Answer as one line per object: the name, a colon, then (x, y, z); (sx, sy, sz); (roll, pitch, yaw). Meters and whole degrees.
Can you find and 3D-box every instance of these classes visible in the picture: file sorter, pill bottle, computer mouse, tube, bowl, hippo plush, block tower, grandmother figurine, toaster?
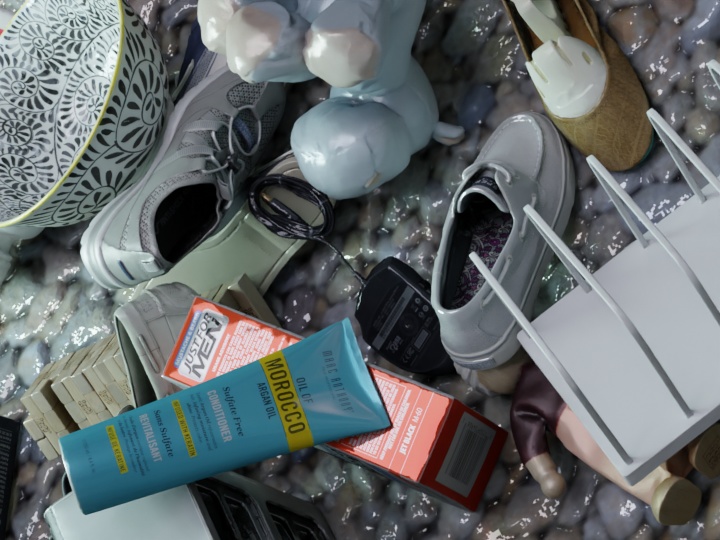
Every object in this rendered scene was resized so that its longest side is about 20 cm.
file sorter: (0.184, -0.004, 1.545); (0.200, 0.125, 0.139); (-38, 47, 2)
pill bottle: (-0.276, -0.091, 1.968); (0.110, 0.111, 0.201); (19, 86, 39)
computer mouse: (0.000, 0.000, 1.755); (0.200, 0.034, 0.059); (44, 115, 21)
tube: (-0.087, 0.097, 1.612); (0.199, 0.050, 0.078); (-19, 72, -5)
bowl: (-0.196, -0.108, 1.851); (0.200, 0.094, 0.202); (-30, 48, 39)
hippo plush: (-0.016, -0.143, 1.756); (0.159, 0.161, 0.200); (13, 44, 28)
block tower: (-0.154, 0.070, 1.845); (0.199, 0.054, 0.058); (-25, 18, 27)
grandmother figurine: (0.140, 0.082, 1.630); (0.200, 0.061, 0.121); (28, 70, 38)
toaster: (-0.091, 0.222, 1.677); (0.119, 0.181, 0.201); (-40, 54, 18)

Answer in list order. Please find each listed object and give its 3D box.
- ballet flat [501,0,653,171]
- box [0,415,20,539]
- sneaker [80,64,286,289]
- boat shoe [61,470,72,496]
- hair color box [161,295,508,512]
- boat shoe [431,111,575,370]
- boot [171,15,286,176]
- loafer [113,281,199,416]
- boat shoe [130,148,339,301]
ballet flat: (0.130, -0.154, 1.709); (0.068, 0.072, 0.201); (-32, 58, 22)
box: (-0.371, 0.196, 1.946); (0.199, 0.104, 0.183); (-7, 72, 36)
sneaker: (-0.104, -0.062, 1.780); (0.082, 0.075, 0.200); (5, 54, 49)
boat shoe: (-0.168, 0.219, 1.807); (0.074, 0.066, 0.200); (-30, 58, 33)
hair color box: (-0.016, 0.088, 1.685); (0.199, 0.111, 0.064); (22, 85, 27)
boat shoe: (0.086, -0.033, 1.671); (0.072, 0.069, 0.201); (5, 55, 28)
boot: (-0.111, -0.114, 1.891); (0.201, 0.073, 0.090); (-60, 29, 9)
loafer: (-0.136, 0.105, 1.773); (0.070, 0.069, 0.201); (27, 127, 54)
boat shoe: (-0.086, -0.018, 1.849); (0.200, 0.073, 0.063); (-41, 11, 25)
